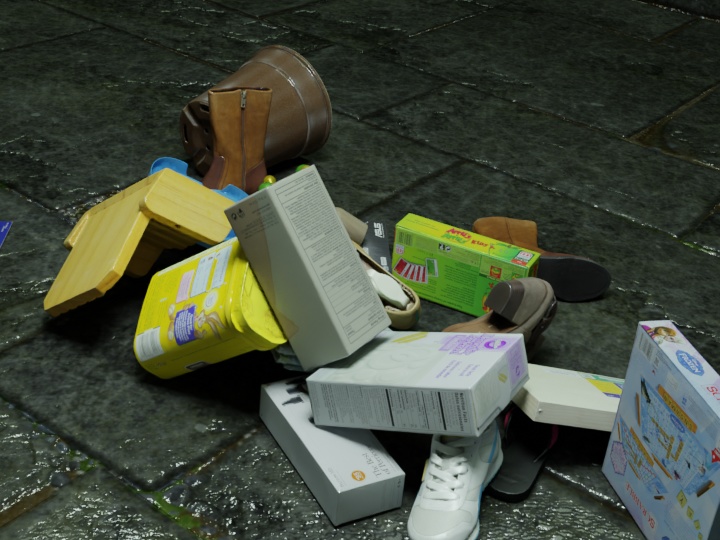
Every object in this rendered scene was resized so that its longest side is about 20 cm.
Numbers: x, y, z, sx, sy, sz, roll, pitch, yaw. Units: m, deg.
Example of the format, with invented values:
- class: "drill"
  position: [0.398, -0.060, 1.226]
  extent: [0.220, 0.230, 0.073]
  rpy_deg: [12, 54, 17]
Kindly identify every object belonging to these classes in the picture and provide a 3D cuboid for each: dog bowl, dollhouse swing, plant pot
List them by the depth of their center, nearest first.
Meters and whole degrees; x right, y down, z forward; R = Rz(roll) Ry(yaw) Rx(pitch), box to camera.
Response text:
- class: "dollhouse swing"
  position: [-0.282, -0.009, 1.377]
  extent: [0.181, 0.199, 0.177]
  rpy_deg: [27, 58, -38]
- class: "dog bowl"
  position: [-0.228, -0.086, 1.532]
  extent: [0.199, 0.050, 0.112]
  rpy_deg: [24, 37, -34]
- class: "plant pot"
  position: [-0.186, -0.252, 1.789]
  extent: [0.199, 0.202, 0.198]
  rpy_deg: [25, 42, 31]

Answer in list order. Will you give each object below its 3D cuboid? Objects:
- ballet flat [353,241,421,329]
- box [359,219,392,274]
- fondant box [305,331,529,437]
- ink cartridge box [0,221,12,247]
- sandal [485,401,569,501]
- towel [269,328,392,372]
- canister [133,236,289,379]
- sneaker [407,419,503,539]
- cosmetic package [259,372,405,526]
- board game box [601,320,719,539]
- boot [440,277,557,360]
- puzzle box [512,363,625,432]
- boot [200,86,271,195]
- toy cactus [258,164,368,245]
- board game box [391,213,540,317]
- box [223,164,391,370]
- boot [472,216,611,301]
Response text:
- class: "ballet flat"
  position: [0.000, 0.000, 1.398]
  extent: [0.199, 0.063, 0.069]
  rpy_deg: [34, 71, 6]
- class: "box"
  position: [-0.036, -0.010, 1.519]
  extent: [0.157, 0.049, 0.201]
  rpy_deg: [3, 30, -4]
- class: "fondant box"
  position: [0.063, 0.117, 1.145]
  extent: [0.198, 0.059, 0.144]
  rpy_deg: [0, 19, 31]
- class: "ink cartridge box"
  position: [-0.616, -0.064, 1.537]
  extent: [0.198, 0.037, 0.095]
  rpy_deg: [4, 30, -6]
- class: "sandal"
  position: [0.194, 0.186, 1.214]
  extent: [0.074, 0.045, 0.200]
  rpy_deg: [14, 31, 18]
- class: "towel"
  position: [-0.046, 0.072, 1.315]
  extent: [0.199, 0.049, 0.171]
  rpy_deg: [8, 19, -34]
- class: "canister"
  position: [-0.168, 0.039, 1.247]
  extent: [0.199, 0.086, 0.150]
  rpy_deg: [-20, 47, 38]
- class: "sneaker"
  position: [0.093, 0.213, 1.098]
  extent: [0.076, 0.081, 0.200]
  rpy_deg: [-2, 29, 22]
- class: "cosmetic package"
  position: [-0.035, 0.189, 1.168]
  extent: [0.082, 0.051, 0.200]
  rpy_deg: [-12, 34, -26]
- class: "board game box"
  position: [0.323, 0.188, 1.077]
  extent: [0.041, 0.201, 0.200]
  rpy_deg: [-2, 31, -14]
- class: "boot"
  position: [0.169, 0.093, 1.323]
  extent: [0.070, 0.200, 0.146]
  rpy_deg: [46, 12, 33]
- class: "puzzle box"
  position: [0.261, 0.150, 1.234]
  extent: [0.198, 0.026, 0.133]
  rpy_deg: [11, 12, -19]
- class: "boot"
  position: [-0.217, -0.172, 1.602]
  extent: [0.187, 0.202, 0.068]
  rpy_deg: [-12, 35, -28]
- class: "toy cactus"
  position: [-0.073, -0.073, 1.506]
  extent: [0.164, 0.103, 0.200]
  rpy_deg: [23, 27, -5]
- class: "board game box"
  position: [0.142, 0.000, 1.474]
  extent: [0.199, 0.102, 0.048]
  rpy_deg: [19, 32, 22]
- class: "box"
  position: [-0.056, -0.003, 1.172]
  extent: [0.077, 0.201, 0.095]
  rpy_deg: [-22, 6, 39]
- class: "boot"
  position: [0.269, -0.023, 1.601]
  extent: [0.186, 0.069, 0.200]
  rpy_deg: [-2, 22, 2]
